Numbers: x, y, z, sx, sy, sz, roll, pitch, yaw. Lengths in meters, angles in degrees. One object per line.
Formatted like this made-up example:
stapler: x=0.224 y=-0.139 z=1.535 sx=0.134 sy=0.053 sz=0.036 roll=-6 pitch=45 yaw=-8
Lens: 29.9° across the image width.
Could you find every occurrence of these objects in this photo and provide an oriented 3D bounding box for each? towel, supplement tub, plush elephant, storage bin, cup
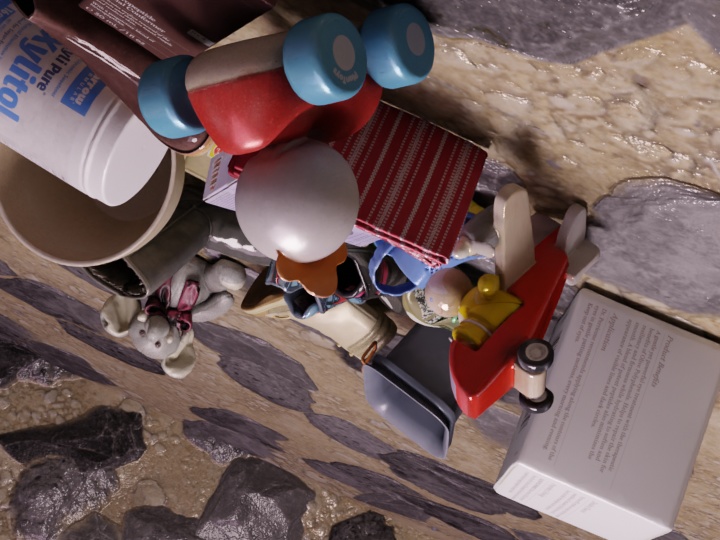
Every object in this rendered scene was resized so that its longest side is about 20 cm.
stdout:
towel: x=0.000 y=-0.091 z=1.138 sx=0.198 sy=0.145 sz=0.023 roll=24 pitch=141 yaw=0
supplement tub: x=-0.285 y=-0.164 z=1.270 sx=0.199 sy=0.133 sz=0.132 roll=30 pitch=164 yaw=10
plush elephant: x=-0.267 y=0.052 z=1.857 sx=0.163 sy=0.156 sz=0.200 roll=26 pitch=162 yaw=-6
storage bin: x=0.085 y=0.116 z=1.612 sx=0.145 sy=0.135 sz=0.200 roll=36 pitch=164 yaw=14
cup: x=-0.263 y=-0.106 z=1.404 sx=0.198 sy=0.202 sz=0.143 roll=20 pitch=-176 yaw=11

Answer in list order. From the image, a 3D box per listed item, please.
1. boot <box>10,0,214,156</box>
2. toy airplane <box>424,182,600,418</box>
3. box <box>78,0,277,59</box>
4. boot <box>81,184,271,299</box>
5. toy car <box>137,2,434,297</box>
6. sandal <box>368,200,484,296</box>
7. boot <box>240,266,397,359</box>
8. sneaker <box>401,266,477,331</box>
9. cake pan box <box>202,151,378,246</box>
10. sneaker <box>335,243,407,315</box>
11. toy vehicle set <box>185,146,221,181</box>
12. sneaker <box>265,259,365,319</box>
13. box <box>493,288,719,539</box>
boot: x=-0.216 y=-0.180 z=1.125 sx=0.200 sy=0.072 sz=0.166 roll=51 pitch=-161 yaw=30
toy airplane: x=0.128 y=0.019 z=1.205 sx=0.140 sy=0.203 sz=0.199 roll=13 pitch=-172 yaw=19
box: x=-0.131 y=-0.229 z=1.031 sx=0.100 sy=0.076 sz=0.199 roll=31 pitch=159 yaw=-22
boot: x=-0.191 y=-0.023 z=1.503 sx=0.180 sy=0.073 sz=0.200 roll=18 pitch=-157 yaw=15
toy car: x=-0.042 y=-0.082 z=1.028 sx=0.183 sy=0.203 sz=0.176 roll=-7 pitch=-171 yaw=37
sandal: x=0.074 y=-0.018 z=1.341 sx=0.079 sy=0.088 sz=0.199 roll=34 pitch=158 yaw=-24
boot: x=-0.055 y=0.055 z=1.733 sx=0.155 sy=0.073 sz=0.199 roll=35 pitch=154 yaw=-23
sneaker: x=0.130 y=0.047 z=1.458 sx=0.199 sy=0.078 sz=0.088 roll=28 pitch=174 yaw=-36
cake pan box: x=-0.032 y=-0.082 z=1.274 sx=0.182 sy=0.053 sz=0.200 roll=13 pitch=166 yaw=-23
sneaker: x=0.000 y=0.000 z=1.487 sx=0.076 sy=0.084 sz=0.200 roll=10 pitch=157 yaw=39
toy vehicle set: x=-0.118 y=-0.119 z=1.395 sx=0.123 sy=0.027 sz=0.200 roll=27 pitch=162 yaw=-8
sneaker: x=-0.055 y=0.012 z=1.552 sx=0.079 sy=0.096 sz=0.200 roll=20 pitch=171 yaw=31
box: x=0.260 y=0.161 z=1.422 sx=0.170 sy=0.201 sz=0.200 roll=22 pitch=164 yaw=6
